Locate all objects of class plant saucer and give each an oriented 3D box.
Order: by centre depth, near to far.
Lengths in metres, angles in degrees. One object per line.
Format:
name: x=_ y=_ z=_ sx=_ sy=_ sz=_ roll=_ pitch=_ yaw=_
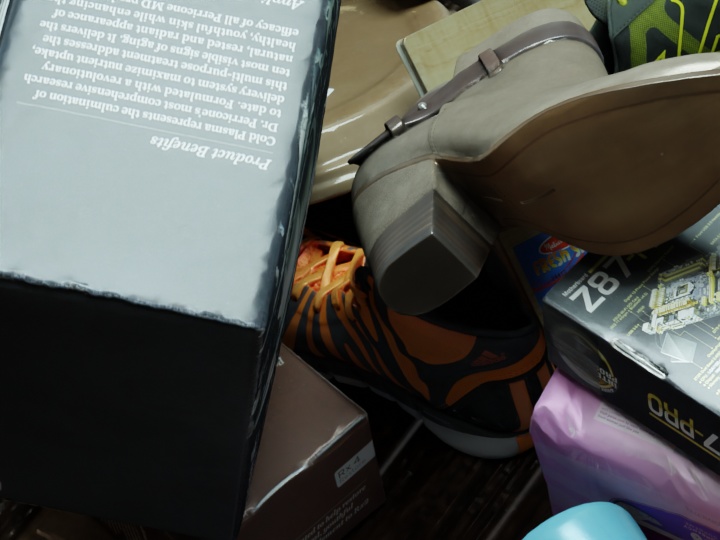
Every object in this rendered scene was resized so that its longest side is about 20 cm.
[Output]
plant saucer: x=-0.036 y=-0.086 z=1.231 sx=0.199 sy=0.030 sz=0.200 roll=-12 pitch=29 yaw=7

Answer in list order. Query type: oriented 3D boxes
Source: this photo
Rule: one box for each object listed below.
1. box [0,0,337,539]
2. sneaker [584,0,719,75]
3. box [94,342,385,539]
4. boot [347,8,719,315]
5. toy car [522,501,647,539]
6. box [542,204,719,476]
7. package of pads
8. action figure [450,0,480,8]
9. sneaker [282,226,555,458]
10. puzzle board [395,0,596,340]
box: x=-0.083 y=-0.030 z=1.013 sx=0.123 sy=0.200 sz=0.197 roll=12 pitch=62 yaw=1
sneaker: x=0.142 y=-0.119 z=1.088 sx=0.084 sy=0.201 sz=0.075 roll=15 pitch=34 yaw=-16
box: x=-0.092 y=0.056 z=1.153 sx=0.100 sy=0.075 sz=0.200 roll=-38 pitch=54 yaw=-19
boot: x=0.077 y=-0.060 z=1.030 sx=0.199 sy=0.070 sz=0.146 roll=-25 pitch=25 yaw=23
toy car: x=0.056 y=0.176 z=0.934 sx=0.177 sy=0.200 sz=0.185 roll=-38 pitch=57 yaw=8
box: x=0.193 y=-0.001 z=1.007 sx=0.161 sy=0.049 sz=0.200 roll=34 pitch=65 yaw=27
package of pads: x=0.172 y=0.095 z=1.045 sx=0.199 sy=0.121 sz=0.076 roll=22 pitch=65 yaw=24
action figure: x=0.109 y=-0.191 z=1.316 sx=0.199 sy=0.105 sz=0.194 roll=-11 pitch=38 yaw=40
sneaker: x=0.000 y=0.000 z=1.153 sx=0.199 sy=0.112 sz=0.078 roll=21 pitch=59 yaw=24
puzzle board: x=0.128 y=-0.073 z=1.178 sx=0.199 sy=0.017 sz=0.151 roll=-27 pitch=92 yaw=-23
